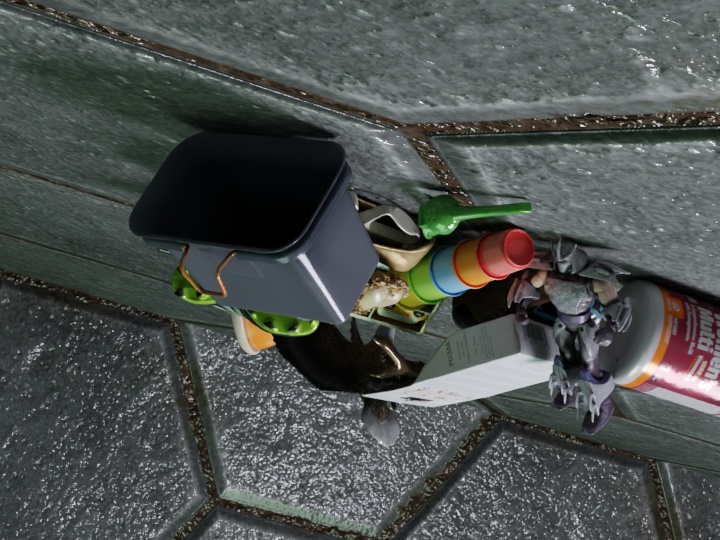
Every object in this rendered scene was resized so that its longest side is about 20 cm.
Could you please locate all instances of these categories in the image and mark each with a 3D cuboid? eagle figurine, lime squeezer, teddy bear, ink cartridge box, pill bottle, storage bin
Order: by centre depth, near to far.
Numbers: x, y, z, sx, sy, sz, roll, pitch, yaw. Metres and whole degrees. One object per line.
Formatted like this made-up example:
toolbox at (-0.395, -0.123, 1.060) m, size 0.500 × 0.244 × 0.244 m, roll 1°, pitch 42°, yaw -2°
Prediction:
storage bin at (-0.087, -0.022, 1.215) m, size 0.199 × 0.146 × 0.135 m, roll 7°, pitch 145°, yaw 36°
lime squeezer at (0.085, -0.053, 1.270) m, size 0.070 × 0.038 × 0.200 m, roll -15°, pitch 180°, yaw -18°
teddy bear at (-0.047, -0.001, 1.365) m, size 0.199 × 0.067 × 0.145 m, roll 12°, pitch -172°, yaw 36°
pill bottle at (0.353, 0.089, 1.405) m, size 0.199 × 0.110 × 0.109 m, roll 18°, pitch 171°, yaw -18°
ink cartridge box at (0.122, 0.103, 1.482) m, size 0.199 × 0.048 × 0.160 m, roll -17°, pitch 161°, yaw 31°
eagle figurine at (0.000, 0.110, 1.636) m, size 0.199 × 0.153 × 0.151 m, roll 5°, pitch -150°, yaw 45°

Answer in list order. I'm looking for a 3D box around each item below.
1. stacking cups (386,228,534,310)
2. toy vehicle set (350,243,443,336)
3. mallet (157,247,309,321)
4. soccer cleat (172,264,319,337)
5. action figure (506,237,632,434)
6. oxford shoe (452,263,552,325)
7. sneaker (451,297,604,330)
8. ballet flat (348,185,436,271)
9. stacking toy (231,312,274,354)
stacking cups at (0.105, -0.004, 1.380) m, size 0.060 × 0.061 × 0.200 m, roll 20°, pitch 159°, yaw -29°
toy vehicle set at (0.000, 0.000, 1.512) m, size 0.199 × 0.027 × 0.125 m, roll 17°, pitch 135°, yaw -11°
mallet at (-0.127, 0.006, 1.468) m, size 0.198 × 0.041 × 0.066 m, roll 14°, pitch -152°, yaw 1°
soccer cleat at (-0.128, 0.028, 1.609) m, size 0.199 × 0.068 × 0.081 m, roll 17°, pitch -170°, yaw 22°
action figure at (0.210, 0.055, 1.331) m, size 0.130 × 0.069 × 0.201 m, roll 21°, pitch 133°, yaw 44°
oxford shoe at (0.167, 0.030, 1.447) m, size 0.072 × 0.085 × 0.200 m, roll 21°, pitch 168°, yaw -26°
sneaker at (0.192, 0.039, 1.550) m, size 0.199 × 0.074 × 0.082 m, roll 1°, pitch 155°, yaw 28°
ballet flat at (-0.007, -0.056, 1.340) m, size 0.199 × 0.069 × 0.063 m, roll 19°, pitch 143°, yaw -38°
stacking toy at (-0.071, 0.038, 1.858) m, size 0.198 × 0.147 × 0.146 m, roll -3°, pitch 168°, yaw 11°
